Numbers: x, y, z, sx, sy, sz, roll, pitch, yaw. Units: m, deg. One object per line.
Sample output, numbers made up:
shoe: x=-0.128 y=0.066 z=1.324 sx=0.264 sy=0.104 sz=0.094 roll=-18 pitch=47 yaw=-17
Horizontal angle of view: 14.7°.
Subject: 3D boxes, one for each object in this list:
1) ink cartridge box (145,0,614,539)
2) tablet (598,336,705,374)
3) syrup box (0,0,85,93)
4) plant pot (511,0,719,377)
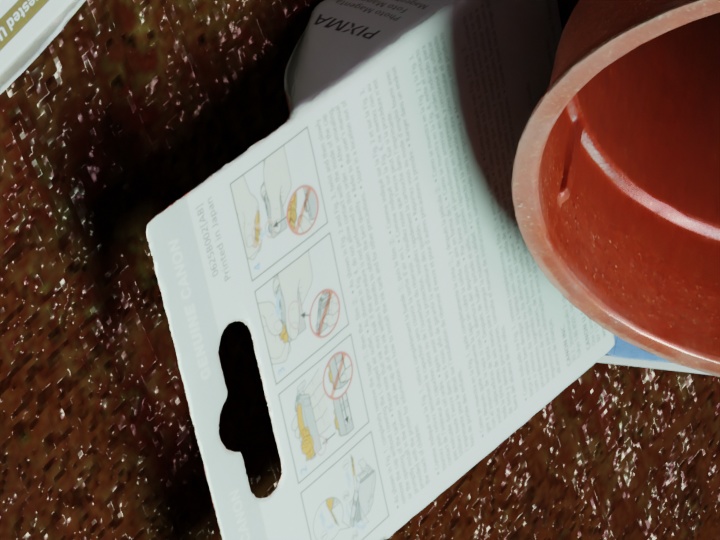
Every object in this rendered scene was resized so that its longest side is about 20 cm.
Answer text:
ink cartridge box: x=0.000 y=0.000 z=0.907 sx=0.200 sy=0.057 sz=0.163 roll=-35 pitch=126 yaw=-34
tablet: x=0.138 y=-0.060 z=1.079 sx=0.130 sy=0.014 sz=0.201 roll=8 pitch=96 yaw=-51
syrup box: x=-0.144 y=-0.130 z=0.665 sx=0.082 sy=0.078 sz=0.200 roll=-51 pitch=135 yaw=-28
plant pot: x=0.155 y=-0.097 z=0.920 sx=0.201 sy=0.200 sz=0.196 roll=54 pitch=33 yaw=-44
